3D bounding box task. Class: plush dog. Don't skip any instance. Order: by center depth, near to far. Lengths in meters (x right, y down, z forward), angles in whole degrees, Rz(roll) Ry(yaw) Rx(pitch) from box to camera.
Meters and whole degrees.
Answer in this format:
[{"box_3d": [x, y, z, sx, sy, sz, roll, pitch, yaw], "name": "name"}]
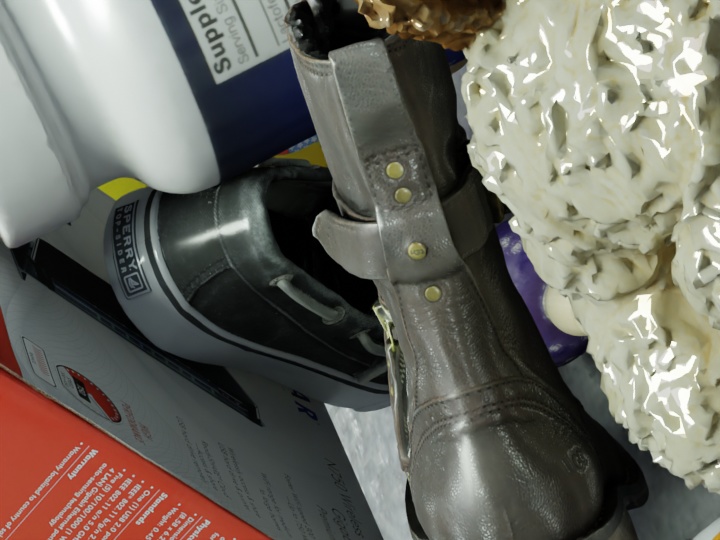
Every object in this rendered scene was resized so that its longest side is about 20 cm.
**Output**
[{"box_3d": [0.107, -0.053, 0.650, 0.172, 0.160, 0.200, 1, 78, 43], "name": "plush dog"}]

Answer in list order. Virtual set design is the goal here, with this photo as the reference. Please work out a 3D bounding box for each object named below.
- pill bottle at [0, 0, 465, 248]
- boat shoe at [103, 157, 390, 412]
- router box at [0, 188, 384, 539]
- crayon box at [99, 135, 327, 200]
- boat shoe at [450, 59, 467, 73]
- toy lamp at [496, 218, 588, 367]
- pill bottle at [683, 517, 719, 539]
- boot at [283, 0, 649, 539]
[{"box_3d": [-0.035, -0.092, 0.829, 0.116, 0.200, 0.116, 61, 173, 14], "name": "pill bottle"}, {"box_3d": [-0.001, -0.003, 0.923, 0.068, 0.199, 0.074, -19, 70, 26], "name": "boat shoe"}, {"box_3d": [-0.082, 0.033, 0.882, 0.049, 0.179, 0.200, -48, 29, 12], "name": "router box"}, {"box_3d": [-0.070, -0.115, 1.061, 0.051, 0.127, 0.200, -171, 75, -65], "name": "crayon box"}, {"box_3d": [0.017, -0.163, 0.935, 0.065, 0.071, 0.200, 34, 136, 51], "name": "boat shoe"}, {"box_3d": [0.096, 0.014, 0.824, 0.200, 0.058, 0.058, -165, 69, -64], "name": "toy lamp"}, {"box_3d": [0.134, 0.108, 0.701, 0.200, 0.111, 0.111, 170, 92, -66], "name": "pill bottle"}, {"box_3d": [0.024, -0.002, 0.778, 0.200, 0.069, 0.174, -109, 1, -81], "name": "boot"}]
